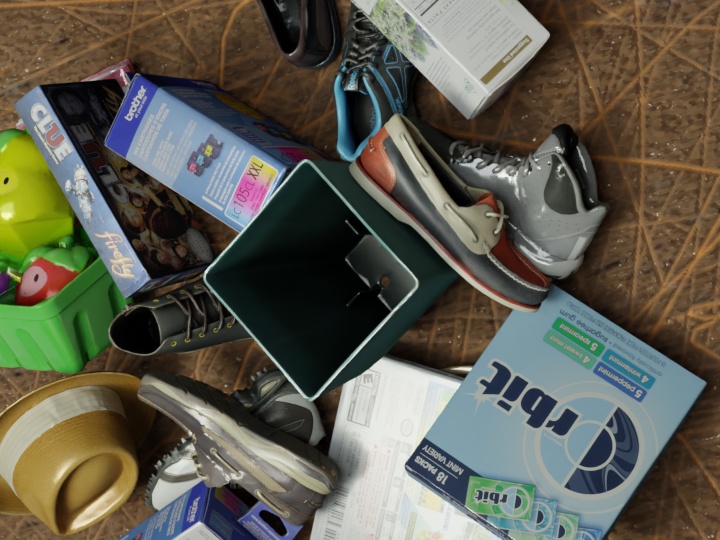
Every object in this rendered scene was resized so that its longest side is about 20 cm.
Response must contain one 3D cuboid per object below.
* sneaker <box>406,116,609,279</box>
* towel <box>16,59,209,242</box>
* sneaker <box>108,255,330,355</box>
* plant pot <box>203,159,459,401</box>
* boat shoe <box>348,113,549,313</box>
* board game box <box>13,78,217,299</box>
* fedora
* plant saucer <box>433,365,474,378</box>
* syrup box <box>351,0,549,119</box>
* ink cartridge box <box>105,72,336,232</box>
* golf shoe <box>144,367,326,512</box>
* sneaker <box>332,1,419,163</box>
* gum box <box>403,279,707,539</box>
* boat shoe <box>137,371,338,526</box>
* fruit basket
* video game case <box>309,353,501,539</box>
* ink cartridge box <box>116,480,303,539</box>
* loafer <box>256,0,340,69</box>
[{"bbox_3d":[0.127,-0.094,1.559,0.200,0.075,0.116,37,125,7],"label":"sneaker"},{"bbox_3d":[-0.237,-0.082,1.766,0.146,0.030,0.201,-25,87,25],"label":"towel"},{"bbox_3d":[-0.126,0.035,1.680,0.199,0.106,0.075,-24,85,25],"label":"sneaker"},{"bbox_3d":[0.000,0.000,1.567,0.141,0.200,0.141,48,112,14],"label":"plant pot"},{"bbox_3d":[0.083,-0.045,1.520,0.200,0.071,0.063,41,108,-3],"label":"boat shoe"},{"bbox_3d":[-0.218,-0.077,1.668,0.035,0.135,0.200,-32,85,23],"label":"board game box"},{"bbox_3d":[-0.263,0.180,1.707,0.201,0.200,0.082,-47,54,21],"label":"fedora"},{"bbox_3d":[0.103,0.182,1.632,0.199,0.029,0.201,3,97,25],"label":"plant saucer"},{"bbox_3d":[0.058,-0.230,1.552,0.200,0.079,0.081,45,76,2],"label":"syrup box"},{"bbox_3d":[-0.130,-0.109,1.643,0.200,0.136,0.077,31,103,19],"label":"ink cartridge box"},{"bbox_3d":[-0.116,0.179,1.706,0.200,0.078,0.095,-43,78,23],"label":"golf shoe"},{"bbox_3d":[0.017,-0.184,1.607,0.073,0.082,0.201,2,95,27],"label":"sneaker"},{"bbox_3d":[0.162,0.132,1.539,0.170,0.045,0.200,33,78,15],"label":"gum box"},{"bbox_3d":[-0.118,0.159,1.634,0.200,0.074,0.074,30,97,12],"label":"boat shoe"},{"bbox_3d":[-0.318,-0.021,1.722,0.215,0.156,0.216,22,133,25],"label":"fruit basket"},{"bbox_3d":[0.055,0.186,1.628,0.182,0.022,0.201,16,101,22],"label":"video game case"},{"bbox_3d":[-0.143,0.281,1.699,0.200,0.076,0.136,-34,114,24],"label":"ink cartridge box"},{"bbox_3d":[-0.071,-0.277,1.648,0.072,0.063,0.201,-19,87,25],"label":"loafer"}]
